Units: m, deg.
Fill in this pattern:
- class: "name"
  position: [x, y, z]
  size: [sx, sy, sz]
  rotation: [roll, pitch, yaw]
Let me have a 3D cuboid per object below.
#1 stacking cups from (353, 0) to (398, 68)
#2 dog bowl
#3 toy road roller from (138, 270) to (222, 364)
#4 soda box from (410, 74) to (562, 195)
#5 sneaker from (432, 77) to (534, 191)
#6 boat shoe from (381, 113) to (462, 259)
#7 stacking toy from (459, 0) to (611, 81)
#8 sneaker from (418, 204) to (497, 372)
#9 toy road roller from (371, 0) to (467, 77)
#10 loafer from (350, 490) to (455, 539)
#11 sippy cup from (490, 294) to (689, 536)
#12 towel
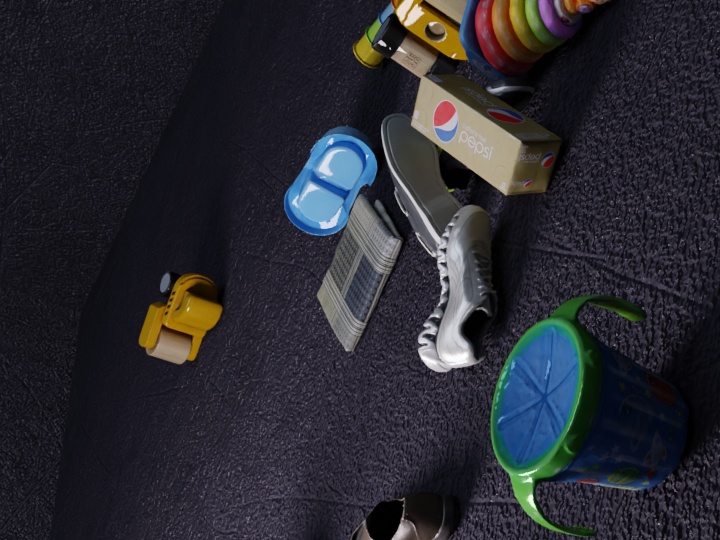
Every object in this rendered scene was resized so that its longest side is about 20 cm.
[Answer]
- class: "stacking cups"
  position: [0.065, -0.422, 1.892]
  size: [0.200, 0.060, 0.061]
  rotation: [-44, 33, 41]
- class: "dog bowl"
  position: [-0.046, -0.149, 1.852]
  size: [0.201, 0.111, 0.050]
  rotation: [-56, 12, 33]
- class: "toy road roller"
  position: [-0.374, 0.105, 2.433]
  size: [0.146, 0.122, 0.202]
  rotation: [20, 90, 58]
- class: "soda box"
  position: [0.143, -0.162, 1.333]
  size: [0.200, 0.063, 0.068]
  rotation: [44, 130, 45]
- class: "sneaker"
  position: [0.160, -0.164, 1.429]
  size: [0.200, 0.071, 0.084]
  rotation: [-44, 56, 52]
- class: "boat shoe"
  position: [0.074, -0.104, 1.456]
  size: [0.202, 0.075, 0.060]
  rotation: [68, 156, 17]
- class: "stacking toy"
  position: [0.222, -0.304, 1.348]
  size: [0.199, 0.116, 0.111]
  rotation: [-13, 54, 50]
- class: "sneaker"
  position: [0.129, 0.020, 1.324]
  size: [0.081, 0.075, 0.202]
  rotation: [-8, 66, 52]
- class: "toy road roller"
  position: [0.113, -0.371, 1.610]
  size: [0.200, 0.122, 0.147]
  rotation: [-45, 20, 46]
- class: "loafer"
  position: [0.033, 0.291, 1.307]
  size: [0.200, 0.071, 0.074]
  rotation: [-45, 33, 49]
- class: "sippy cup"
  position: [0.198, 0.123, 0.958]
  size: [0.179, 0.129, 0.140]
  rotation: [-61, 22, 22]
- class: "towel"
  position: [0.000, 0.000, 1.717]
  size: [0.194, 0.034, 0.200]
  rotation: [-67, 23, 17]
